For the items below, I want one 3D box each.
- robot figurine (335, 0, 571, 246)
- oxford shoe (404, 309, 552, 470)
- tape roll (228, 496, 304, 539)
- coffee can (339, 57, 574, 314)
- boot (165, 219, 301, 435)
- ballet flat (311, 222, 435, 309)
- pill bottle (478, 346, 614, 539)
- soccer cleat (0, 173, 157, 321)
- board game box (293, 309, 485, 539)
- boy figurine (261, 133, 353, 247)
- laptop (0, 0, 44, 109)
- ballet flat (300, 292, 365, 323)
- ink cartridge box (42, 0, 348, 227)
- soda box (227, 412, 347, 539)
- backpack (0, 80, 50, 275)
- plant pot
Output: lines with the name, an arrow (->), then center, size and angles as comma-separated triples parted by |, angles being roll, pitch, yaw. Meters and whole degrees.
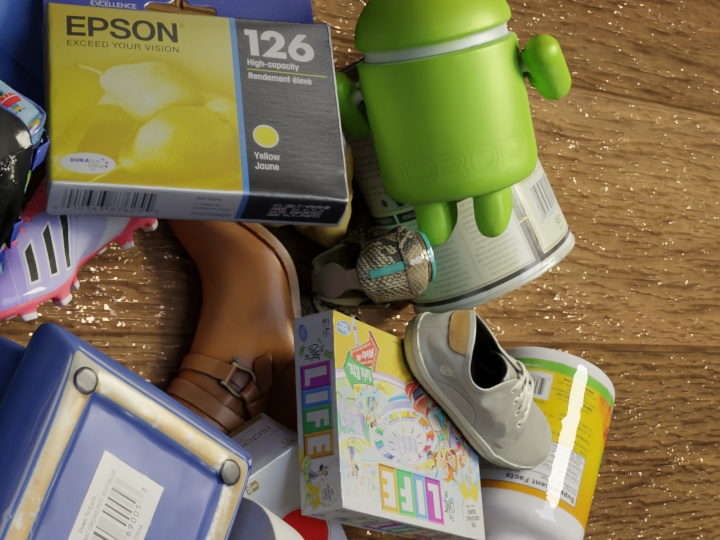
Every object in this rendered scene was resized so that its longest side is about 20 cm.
robot figurine -> 0.061, -0.123, 1.141 | 0.116, 0.174, 0.201 | -52, 131, -70
oxford shoe -> 0.102, 0.092, 1.194 | 0.200, 0.057, 0.076 | 46, 39, -44
tape roll -> -0.109, 0.234, 0.985 | 0.037, 0.202, 0.204 | 40, 56, -27
coffee can -> 0.067, -0.084, 1.285 | 0.146, 0.146, 0.201 | -36, 106, -42
boot -> -0.104, 0.055, 1.152 | 0.155, 0.077, 0.200 | -47, 106, -22
ballet flat -> 0.000, 0.000, 1.194 | 0.075, 0.200, 0.068 | -16, 91, -10
pill bottle -> 0.137, 0.175, 1.318 | 0.111, 0.111, 0.201 | 37, 57, -32
soccer cleat -> -0.204, -0.026, 1.052 | 0.200, 0.066, 0.077 | -44, 115, -54
board game box -> 0.023, 0.117, 1.136 | 0.200, 0.034, 0.135 | 25, 57, -55
boy figurine -> -0.057, -0.073, 1.187 | 0.200, 0.124, 0.065 | 29, 46, -55
laptop -> -0.235, -0.153, 1.036 | 0.103, 0.200, 0.178 | -27, 101, -4
ballet flat -> 0.028, 0.077, 1.255 | 0.200, 0.046, 0.068 | 41, 27, -18
ink cartridge box -> -0.113, -0.126, 1.069 | 0.196, 0.047, 0.201 | 1, 62, -16
soda box -> -0.047, 0.203, 1.125 | 0.068, 0.064, 0.201 | -33, 120, -22
backpack -> -0.287, -0.026, 0.906 | 0.182, 0.201, 0.135 | 28, 29, 11
plant pot -> -0.191, 0.153, 0.958 | 0.200, 0.179, 0.201 | 39, 56, -32
